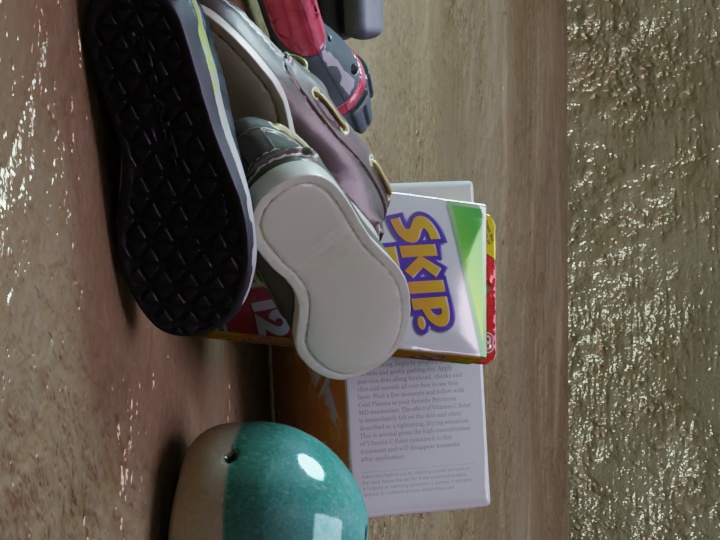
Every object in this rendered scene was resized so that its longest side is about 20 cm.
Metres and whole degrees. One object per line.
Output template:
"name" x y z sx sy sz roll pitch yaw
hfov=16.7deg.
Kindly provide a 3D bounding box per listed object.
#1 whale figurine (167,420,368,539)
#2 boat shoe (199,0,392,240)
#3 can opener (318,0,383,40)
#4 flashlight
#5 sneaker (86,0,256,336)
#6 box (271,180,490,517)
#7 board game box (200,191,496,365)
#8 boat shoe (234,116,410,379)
"whale figurine" -0.041 0.175 1.344 0.160 0.103 0.201 -80 164 -52
"boat shoe" -0.046 -0.083 1.358 0.200 0.071 0.060 53 42 -31
"can opener" -0.024 -0.265 1.756 0.067 0.053 0.202 -10 99 -47
"flashlight" -0.038 -0.160 1.561 0.200 0.067 0.068 74 20 -56
"sneaker" -0.088 -0.069 1.243 0.083 0.071 0.202 -68 153 -69
"box" 0.009 0.049 1.538 0.124 0.097 0.202 175 -87 -67
"board game box" 0.000 0.000 1.440 0.030 0.199 0.096 -17 -111 57
"boat shoe" -0.026 -0.010 1.333 0.060 0.072 0.202 55 -5 35
